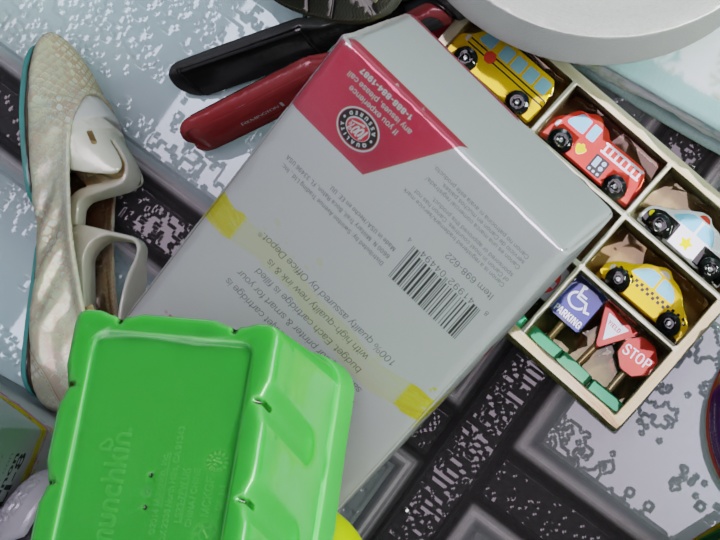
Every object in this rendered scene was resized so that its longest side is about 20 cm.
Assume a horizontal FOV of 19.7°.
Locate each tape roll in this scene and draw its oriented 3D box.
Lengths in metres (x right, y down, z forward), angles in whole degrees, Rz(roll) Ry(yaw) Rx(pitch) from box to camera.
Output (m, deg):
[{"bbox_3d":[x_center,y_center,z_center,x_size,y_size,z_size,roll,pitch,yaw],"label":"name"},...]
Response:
[{"bbox_3d":[0.116,-0.200,1.015,0.201,0.037,0.205,1,72,-2],"label":"tape roll"}]

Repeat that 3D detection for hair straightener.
[{"bbox_3d":[-0.013,-0.137,1.065,0.199,0.041,0.077,-27,61,19],"label":"hair straightener"}]

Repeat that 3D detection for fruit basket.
[{"bbox_3d":[-0.068,0.134,0.941,0.154,0.216,0.218,4,85,9],"label":"fruit basket"}]

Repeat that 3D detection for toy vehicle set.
[{"bbox_3d":[0.095,-0.030,1.052,0.200,0.027,0.124,41,87,6],"label":"toy vehicle set"}]

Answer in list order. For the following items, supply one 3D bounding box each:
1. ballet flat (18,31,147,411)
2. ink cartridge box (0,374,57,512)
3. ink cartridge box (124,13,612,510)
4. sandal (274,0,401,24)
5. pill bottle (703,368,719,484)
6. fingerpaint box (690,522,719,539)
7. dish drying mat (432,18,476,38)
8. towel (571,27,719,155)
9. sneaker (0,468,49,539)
[{"bbox_3d":[-0.137,-0.027,1.066,0.062,0.067,0.202,-6,78,20],"label":"ballet flat"},{"bbox_3d":[-0.240,0.105,1.004,0.144,0.200,0.146,29,88,8],"label":"ink cartridge box"},{"bbox_3d":[0.000,0.000,1.006,0.145,0.083,0.200,44,117,6],"label":"ink cartridge box"},{"bbox_3d":[-0.043,-0.183,1.061,0.200,0.057,0.080,30,102,39],"label":"sandal"},{"bbox_3d":[0.227,0.062,0.950,0.110,0.200,0.112,0,79,0],"label":"pill bottle"},{"bbox_3d":[0.208,0.214,0.957,0.073,0.167,0.201,-29,82,-7],"label":"fingerpaint box"},{"bbox_3d":[0.043,-0.080,1.083,0.076,0.018,0.202,1,83,5],"label":"dish drying mat"},{"bbox_3d":[0.216,-0.140,1.056,0.199,0.048,0.172,31,85,8],"label":"towel"},{"bbox_3d":[-0.118,0.192,0.996,0.113,0.075,0.201,18,124,27],"label":"sneaker"}]
